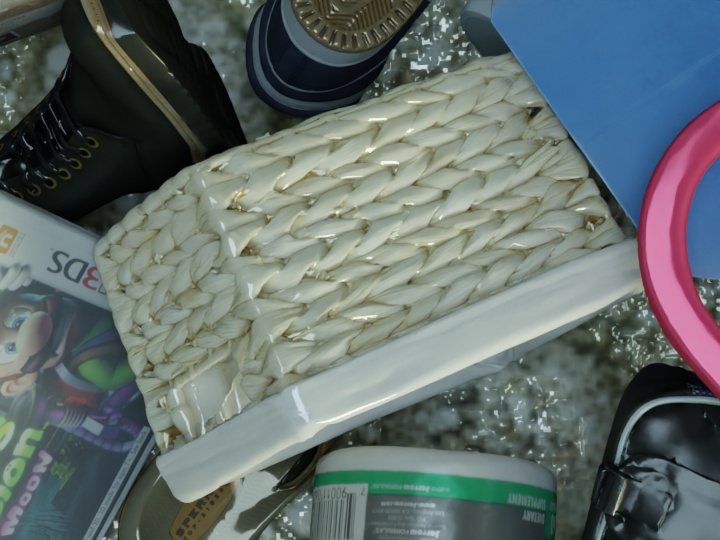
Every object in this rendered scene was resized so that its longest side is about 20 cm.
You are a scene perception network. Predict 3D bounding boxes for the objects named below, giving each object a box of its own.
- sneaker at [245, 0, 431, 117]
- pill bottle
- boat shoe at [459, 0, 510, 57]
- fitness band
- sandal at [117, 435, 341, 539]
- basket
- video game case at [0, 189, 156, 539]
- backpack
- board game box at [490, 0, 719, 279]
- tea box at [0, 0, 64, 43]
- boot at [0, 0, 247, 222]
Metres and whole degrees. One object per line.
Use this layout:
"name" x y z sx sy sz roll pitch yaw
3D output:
"sneaker" 0.022 -0.148 1.118 0.070 0.109 0.200 45 61 2
"pill bottle" 0.028 0.185 1.079 0.113 0.113 0.201 4 80 0
"boat shoe" 0.150 -0.098 1.118 0.200 0.071 0.091 30 76 2
"fitness band" 0.206 0.010 0.994 0.144 0.037 0.200 -44 85 3
"sandal" -0.042 0.063 1.115 0.080 0.054 0.200 35 81 -7
"basket" 0.000 0.000 1.042 0.199 0.135 0.124 -21 83 -33
"video game case" -0.158 0.075 1.071 0.023 0.182 0.200 30 92 34
"backpack" 0.196 0.145 1.075 0.199 0.151 0.178 15 98 8
"board game box" 0.151 -0.091 1.062 0.158 0.039 0.200 -34 86 -18
"tea box" -0.246 -0.177 1.056 0.199 0.134 0.197 -21 93 -11
"boot" -0.131 -0.058 1.050 0.138 0.200 0.078 -23 70 4
